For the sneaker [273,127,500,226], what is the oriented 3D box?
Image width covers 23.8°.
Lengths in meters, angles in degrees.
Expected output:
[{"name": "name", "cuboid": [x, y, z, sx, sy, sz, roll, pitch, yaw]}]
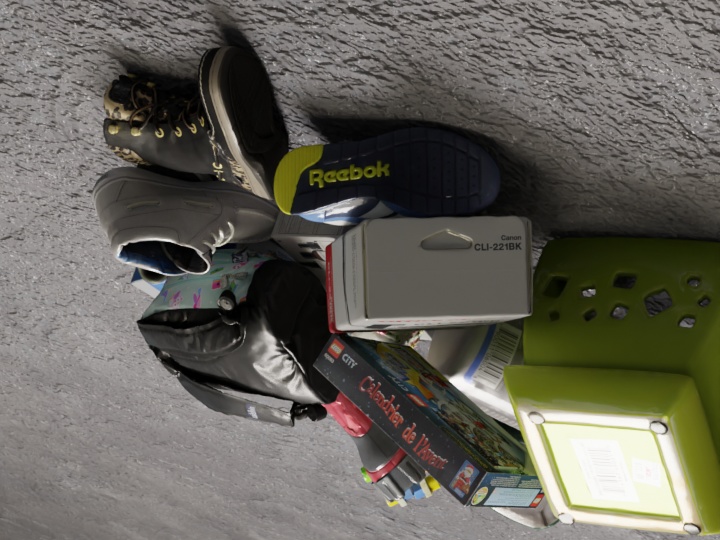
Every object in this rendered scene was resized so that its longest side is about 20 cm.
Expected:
[{"name": "sneaker", "cuboid": [0.029, -0.074, 1.439, 0.198, 0.075, 0.082, 1, 168, 25]}]

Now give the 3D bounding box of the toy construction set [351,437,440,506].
[{"name": "toy construction set", "cuboid": [0.012, 0.163, 1.907, 0.201, 0.092, 0.131, 52, -179, 25]}]

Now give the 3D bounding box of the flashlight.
[{"name": "flashlight", "cuboid": [-0.012, 0.146, 1.762, 0.200, 0.068, 0.068, 48, 134, -4]}]

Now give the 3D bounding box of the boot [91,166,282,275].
[{"name": "boot", "cuboid": [-0.148, -0.032, 1.564, 0.198, 0.096, 0.074, 6, 136, -31]}]

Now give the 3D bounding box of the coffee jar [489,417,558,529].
[{"name": "coffee jar", "cuboid": [0.165, 0.186, 1.780, 0.103, 0.086, 0.200, 27, -166, -6]}]

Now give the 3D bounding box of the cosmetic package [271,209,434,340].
[{"name": "cosmetic package", "cuboid": [0.000, 0.000, 1.651, 0.082, 0.051, 0.200, 4, 153, 34]}]

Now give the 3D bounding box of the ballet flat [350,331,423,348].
[{"name": "ballet flat", "cuboid": [0.021, 0.079, 1.664, 0.075, 0.065, 0.201, 15, 156, 9]}]

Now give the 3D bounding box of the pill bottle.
[{"name": "pill bottle", "cuboid": [0.173, 0.101, 1.654, 0.198, 0.115, 0.114, 26, 156, -15]}]

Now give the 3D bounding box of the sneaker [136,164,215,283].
[{"name": "sneaker", "cuboid": [-0.187, -0.051, 1.649, 0.073, 0.080, 0.201, 19, 153, 4]}]

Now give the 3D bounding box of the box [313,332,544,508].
[{"name": "box", "cuboid": [0.066, 0.134, 1.518, 0.200, 0.038, 0.136, 41, -165, 30]}]

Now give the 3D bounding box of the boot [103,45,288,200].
[{"name": "boot", "cuboid": [-0.148, -0.133, 1.453, 0.149, 0.074, 0.200, 13, 162, 16]}]

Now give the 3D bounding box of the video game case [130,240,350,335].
[{"name": "video game case", "cuboid": [-0.118, 0.026, 1.812, 0.180, 0.046, 0.199, 33, 154, -30]}]

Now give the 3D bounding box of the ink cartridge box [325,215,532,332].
[{"name": "ink cartridge box", "cuboid": [0.054, 0.006, 1.462, 0.142, 0.085, 0.200, -1, 174, -9]}]

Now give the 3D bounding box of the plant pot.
[{"name": "plant pot", "cuboid": [0.237, 0.106, 1.454, 0.197, 0.182, 0.201, 2, 132, 31]}]

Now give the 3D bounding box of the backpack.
[{"name": "backpack", "cuboid": [-0.115, 0.055, 1.655, 0.198, 0.127, 0.168, 1, 130, 42]}]
